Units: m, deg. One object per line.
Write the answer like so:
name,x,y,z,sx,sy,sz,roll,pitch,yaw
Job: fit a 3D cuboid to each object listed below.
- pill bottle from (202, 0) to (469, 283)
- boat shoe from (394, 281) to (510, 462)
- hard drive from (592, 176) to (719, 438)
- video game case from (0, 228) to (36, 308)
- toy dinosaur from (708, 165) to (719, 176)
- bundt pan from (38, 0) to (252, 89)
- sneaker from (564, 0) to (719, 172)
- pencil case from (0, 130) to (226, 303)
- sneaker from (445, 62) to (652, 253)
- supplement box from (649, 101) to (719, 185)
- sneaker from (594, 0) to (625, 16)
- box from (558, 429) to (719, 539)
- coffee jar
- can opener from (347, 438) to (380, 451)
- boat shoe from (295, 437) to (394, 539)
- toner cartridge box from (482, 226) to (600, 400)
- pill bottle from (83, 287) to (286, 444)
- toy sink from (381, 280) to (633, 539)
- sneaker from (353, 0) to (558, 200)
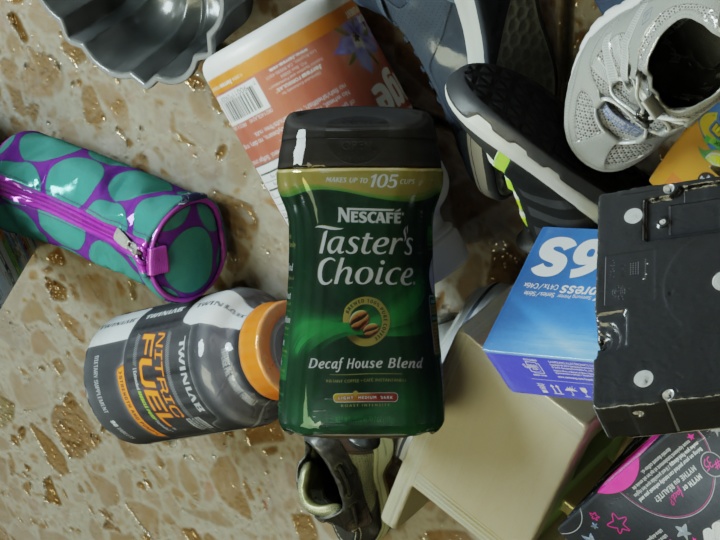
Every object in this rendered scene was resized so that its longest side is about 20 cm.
pill bottle,-0.011,-0.076,1.316,0.112,0.112,0.201,-21,101,48
boat shoe,0.050,0.068,1.380,0.067,0.074,0.200,38,137,13
hard drive,0.220,0.011,1.021,0.199,0.140,0.038,-9,143,20
video game case,-0.305,-0.055,1.567,0.018,0.200,0.144,-22,103,5
toy dinosaur,0.295,-0.035,1.090,0.199,0.058,0.102,1,123,14
bundt pan,-0.145,-0.231,1.364,0.201,0.076,0.203,23,129,31
sneaker,0.158,-0.108,1.073,0.074,0.082,0.200,30,145,-2
pencil case,-0.197,-0.044,1.521,0.199,0.092,0.086,21,105,34
sneaker,0.115,-0.041,1.196,0.200,0.072,0.083,37,123,-20
supplement box,0.242,-0.099,1.101,0.067,0.069,0.200,45,140,14
sneaker,0.188,-0.195,1.084,0.082,0.070,0.200,46,137,3
box,0.237,0.119,1.197,0.115,0.132,0.200,45,138,5
coffee jar,0.000,0.000,1.217,0.104,0.085,0.201,-1,91,2
can opener,-0.006,0.055,1.361,0.200,0.078,0.064,-103,18,-53
boat shoe,-0.017,0.154,1.469,0.072,0.066,0.201,53,160,25
toner cartridge box,0.174,0.027,1.108,0.199,0.095,0.043,3,144,39
pill bottle,-0.114,0.071,1.511,0.199,0.106,0.107,-14,106,46
toy sink,0.114,0.107,1.306,0.112,0.130,0.201,37,135,18
sneaker,0.044,-0.150,1.246,0.146,0.077,0.203,20,132,38
